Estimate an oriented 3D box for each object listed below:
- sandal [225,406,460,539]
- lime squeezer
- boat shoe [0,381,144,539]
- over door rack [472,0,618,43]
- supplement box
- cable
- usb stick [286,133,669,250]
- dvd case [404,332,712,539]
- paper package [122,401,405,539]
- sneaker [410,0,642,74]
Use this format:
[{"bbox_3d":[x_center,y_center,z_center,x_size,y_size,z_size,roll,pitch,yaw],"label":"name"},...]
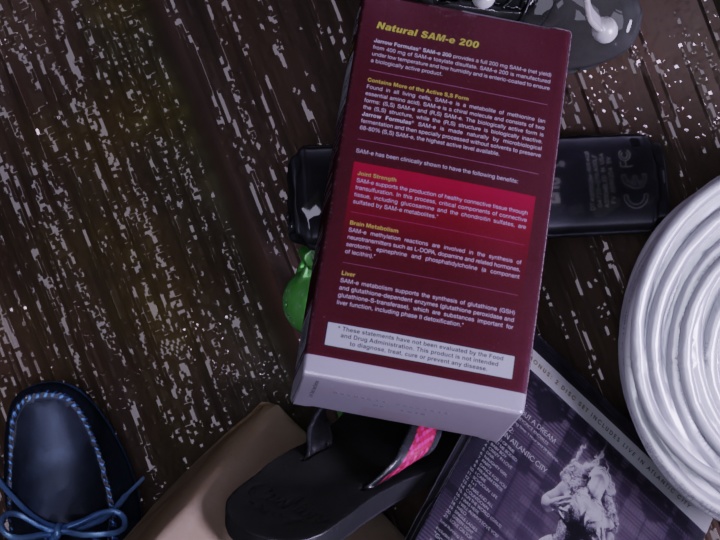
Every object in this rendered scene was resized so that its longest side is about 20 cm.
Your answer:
[{"bbox_3d":[0.005,0.082,0.950,0.075,0.200,0.045,15,114,26],"label":"sandal"},{"bbox_3d":[0.000,0.000,1.023,0.070,0.038,0.201,19,95,4],"label":"lime squeezer"},{"bbox_3d":[-0.148,0.159,1.032,0.084,0.069,0.201,-16,92,6],"label":"boat shoe"},{"bbox_3d":[0.149,-0.190,0.958,0.199,0.067,0.148,1,65,-6],"label":"over door rack"},{"bbox_3d":[0.035,-0.027,0.940,0.108,0.061,0.201,11,72,-4],"label":"supplement box"},{"bbox_3d":[0.230,0.038,0.979,0.199,0.069,0.201,-12,95,0],"label":"cable"},{"bbox_3d":[0.060,-0.041,0.998,0.199,0.033,0.056,-3,78,-7],"label":"usb stick"},{"bbox_3d":[0.092,0.149,0.956,0.149,0.016,0.200,42,55,-15],"label":"dvd case"},{"bbox_3d":[-0.041,0.191,0.952,0.191,0.200,0.103,46,113,-1],"label":"paper package"},{"bbox_3d":[0.047,-0.151,0.982,0.199,0.091,0.076,17,93,3],"label":"sneaker"}]
